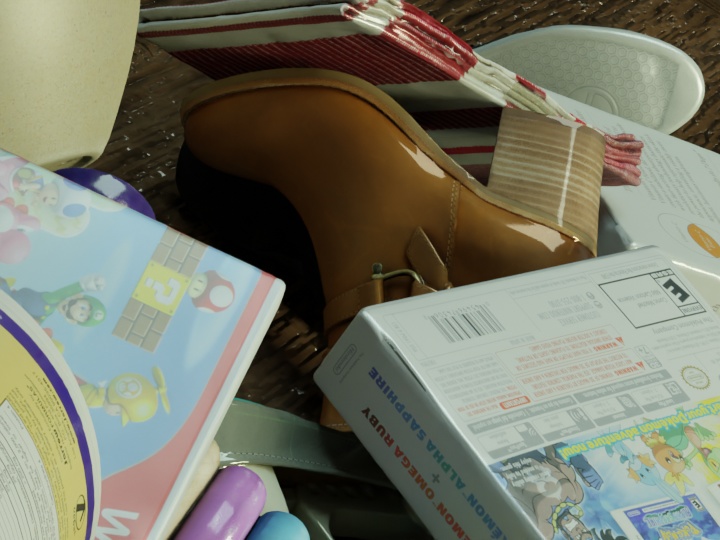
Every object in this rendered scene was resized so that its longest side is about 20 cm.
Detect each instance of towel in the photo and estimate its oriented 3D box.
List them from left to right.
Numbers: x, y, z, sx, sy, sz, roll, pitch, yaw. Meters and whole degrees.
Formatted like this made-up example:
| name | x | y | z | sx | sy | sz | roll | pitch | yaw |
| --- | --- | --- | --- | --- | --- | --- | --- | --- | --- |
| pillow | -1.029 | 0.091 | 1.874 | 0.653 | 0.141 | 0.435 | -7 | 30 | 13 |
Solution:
| name | x | y | z | sx | sy | sz | roll | pitch | yaw |
| --- | --- | --- | --- | --- | --- | --- | --- | --- | --- |
| towel | 0.014 | -0.079 | 1.327 | 0.144 | 0.023 | 0.200 | -1 | -21 | 45 |

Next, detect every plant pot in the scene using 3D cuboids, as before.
| name | x | y | z | sx | sy | sz | roll | pitch | yaw |
| --- | --- | --- | --- | --- | --- | --- | --- | --- | --- |
| plant pot | -0.171 | -0.094 | 1.213 | 0.200 | 0.200 | 0.135 | -15 | 85 | -60 |

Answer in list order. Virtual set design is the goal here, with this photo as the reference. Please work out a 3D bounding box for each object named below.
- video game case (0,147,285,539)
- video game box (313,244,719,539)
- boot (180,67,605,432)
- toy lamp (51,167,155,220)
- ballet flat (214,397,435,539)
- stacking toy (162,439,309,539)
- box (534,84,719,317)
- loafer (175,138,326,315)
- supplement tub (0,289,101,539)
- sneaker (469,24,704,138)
| name | x | y | z | sx | sy | sz | roll | pitch | yaw |
| --- | --- | --- | --- | --- | --- | --- | --- | --- | --- |
| video game case | -0.142 | 0.020 | 0.994 | 0.199 | 0.017 | 0.143 | 25 | 60 | 2 |
| video game box | 0.104 | 0.080 | 1.150 | 0.200 | 0.047 | 0.182 | -11 | 54 | -49 |
| boot | 0.000 | 0.000 | 1.279 | 0.199 | 0.155 | 0.074 | 9 | -16 | 19 |
| toy lamp | -0.115 | 0.051 | 1.042 | 0.058 | 0.058 | 0.200 | 26 | 45 | -10 |
| ballet flat | -0.027 | 0.090 | 1.125 | 0.199 | 0.067 | 0.064 | 11 | 39 | -37 |
| stacking toy | -0.005 | 0.142 | 1.028 | 0.200 | 0.086 | 0.085 | 35 | 22 | 1 |
| box | 0.157 | 0.017 | 1.446 | 0.199 | 0.107 | 0.152 | 18 | 25 | -28 |
| loafer | 0.008 | -0.010 | 1.371 | 0.200 | 0.073 | 0.072 | 42 | 20 | 23 |
| supplement tub | -0.165 | 0.088 | 0.849 | 0.145 | 0.146 | 0.200 | 30 | 23 | 0 |
| sneaker | 0.080 | -0.093 | 1.533 | 0.199 | 0.071 | 0.099 | -8 | 12 | 14 |
